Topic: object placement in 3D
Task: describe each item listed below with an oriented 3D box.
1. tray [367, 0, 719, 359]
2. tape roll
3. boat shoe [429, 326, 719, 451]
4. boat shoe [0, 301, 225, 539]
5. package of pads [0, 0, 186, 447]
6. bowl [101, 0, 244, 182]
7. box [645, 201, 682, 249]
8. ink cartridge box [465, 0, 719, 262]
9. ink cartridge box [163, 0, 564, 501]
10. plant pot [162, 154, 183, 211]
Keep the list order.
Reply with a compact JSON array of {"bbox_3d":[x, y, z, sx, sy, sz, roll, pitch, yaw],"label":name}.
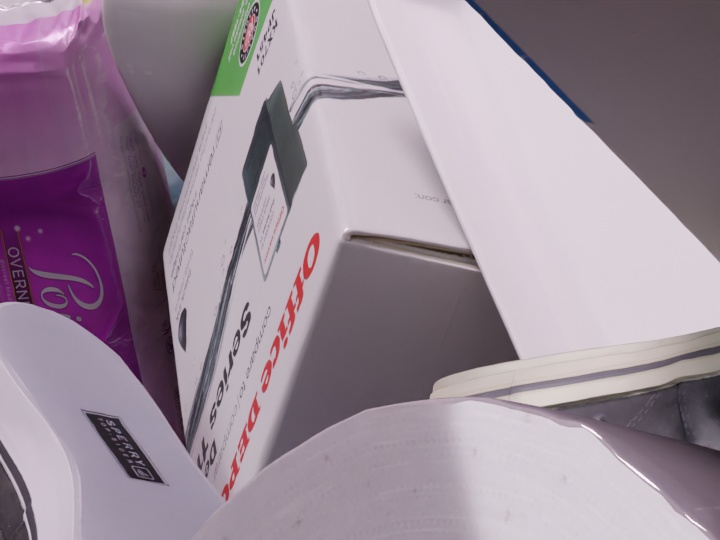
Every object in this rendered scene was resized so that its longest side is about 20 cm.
[{"bbox_3d":[0.076,-0.028,0.723,0.107,0.022,0.200,-37,60,26],"label":"tray"},{"bbox_3d":[0.030,0.129,0.570,0.200,0.066,0.201,-12,71,41],"label":"tape roll"},{"bbox_3d":[0.094,0.044,0.631,0.200,0.075,0.062,-13,75,45],"label":"boat shoe"},{"bbox_3d":[-0.079,0.087,0.775,0.068,0.074,0.199,-61,40,18],"label":"boat shoe"},{"bbox_3d":[-0.127,-0.006,1.007,0.076,0.120,0.200,-63,-34,-64],"label":"package of pads"},{"bbox_3d":[-0.006,-0.121,1.012,0.200,0.075,0.200,59,-133,-58],"label":"bowl"},{"bbox_3d":[0.109,-0.068,0.795,0.117,0.048,0.200,-59,21,10],"label":"box"},{"bbox_3d":[0.128,-0.125,0.616,0.144,0.147,0.200,-7,54,42],"label":"ink cartridge box"},{"bbox_3d":[0.000,0.000,0.856,0.200,0.083,0.147,-104,29,-56],"label":"ink cartridge box"},{"bbox_3d":[-0.134,-0.078,1.140,0.196,0.196,0.200,-45,12,41],"label":"plant pot"}]
